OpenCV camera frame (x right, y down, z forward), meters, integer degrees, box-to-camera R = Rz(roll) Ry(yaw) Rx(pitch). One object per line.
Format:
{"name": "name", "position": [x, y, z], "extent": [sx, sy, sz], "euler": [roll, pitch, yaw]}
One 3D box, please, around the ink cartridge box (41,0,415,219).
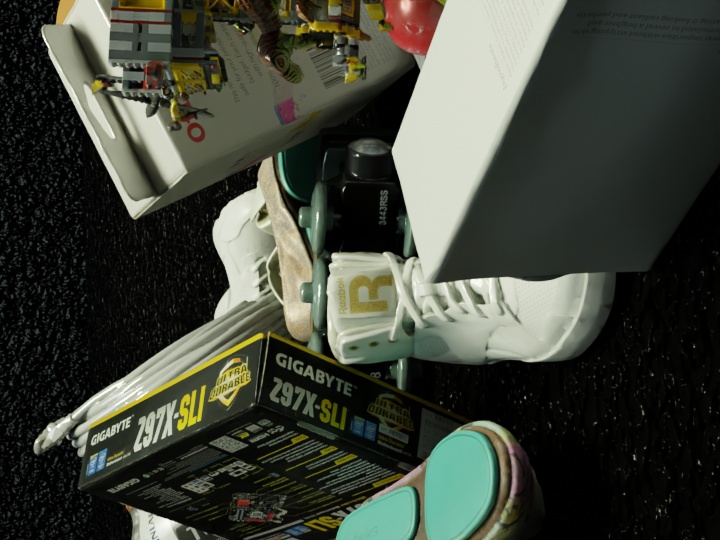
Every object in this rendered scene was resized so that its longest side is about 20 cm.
{"name": "ink cartridge box", "position": [-0.095, -0.130, 0.908], "extent": [0.129, 0.199, 0.125], "euler": [63, 154, 0]}

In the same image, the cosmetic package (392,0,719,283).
{"name": "cosmetic package", "position": [0.092, -0.082, 0.569], "extent": [0.200, 0.112, 0.081], "euler": [115, 147, -53]}

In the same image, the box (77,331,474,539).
{"name": "box", "position": [-0.054, 0.113, 0.871], "extent": [0.200, 0.159, 0.050], "euler": [-29, 47, 45]}

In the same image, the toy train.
{"name": "toy train", "position": [0.000, 0.000, 0.945], "extent": [0.114, 0.085, 0.201], "euler": [-98, 9, -64]}

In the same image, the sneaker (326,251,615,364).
{"name": "sneaker", "position": [0.043, 0.016, 0.736], "extent": [0.200, 0.115, 0.074], "euler": [140, 127, -67]}

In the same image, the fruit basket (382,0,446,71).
{"name": "fruit basket", "position": [0.049, -0.177, 0.778], "extent": [0.201, 0.093, 0.186], "euler": [82, 172, -45]}

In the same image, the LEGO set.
{"name": "LEGO set", "position": [-0.059, -0.121, 0.733], "extent": [0.200, 0.153, 0.117], "euler": [142, 130, -77]}

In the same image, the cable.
{"name": "cable", "position": [-0.130, 0.090, 1.110], "extent": [0.200, 0.200, 0.069], "euler": [-33, 90, 30]}

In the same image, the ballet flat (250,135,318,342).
{"name": "ballet flat", "position": [-0.051, -0.033, 1.088], "extent": [0.067, 0.068, 0.201], "euler": [-38, 47, 32]}

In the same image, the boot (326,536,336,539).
{"name": "boot", "position": [0.032, 0.198, 0.901], "extent": [0.146, 0.070, 0.201], "euler": [159, 110, -64]}

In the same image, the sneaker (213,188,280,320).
{"name": "sneaker", "position": [-0.076, 0.020, 1.217], "extent": [0.201, 0.078, 0.100], "euler": [93, 156, -43]}

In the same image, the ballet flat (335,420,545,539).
{"name": "ballet flat", "position": [0.054, 0.132, 0.775], "extent": [0.200, 0.071, 0.069], "euler": [135, 143, -54]}

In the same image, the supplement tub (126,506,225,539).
{"name": "supplement tub", "position": [-0.091, 0.228, 1.081], "extent": [0.201, 0.122, 0.123], "euler": [58, 158, 6]}

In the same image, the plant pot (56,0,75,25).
{"name": "plant pot", "position": [-0.129, -0.180, 1.155], "extent": [0.140, 0.199, 0.201], "euler": [35, 126, 57]}
